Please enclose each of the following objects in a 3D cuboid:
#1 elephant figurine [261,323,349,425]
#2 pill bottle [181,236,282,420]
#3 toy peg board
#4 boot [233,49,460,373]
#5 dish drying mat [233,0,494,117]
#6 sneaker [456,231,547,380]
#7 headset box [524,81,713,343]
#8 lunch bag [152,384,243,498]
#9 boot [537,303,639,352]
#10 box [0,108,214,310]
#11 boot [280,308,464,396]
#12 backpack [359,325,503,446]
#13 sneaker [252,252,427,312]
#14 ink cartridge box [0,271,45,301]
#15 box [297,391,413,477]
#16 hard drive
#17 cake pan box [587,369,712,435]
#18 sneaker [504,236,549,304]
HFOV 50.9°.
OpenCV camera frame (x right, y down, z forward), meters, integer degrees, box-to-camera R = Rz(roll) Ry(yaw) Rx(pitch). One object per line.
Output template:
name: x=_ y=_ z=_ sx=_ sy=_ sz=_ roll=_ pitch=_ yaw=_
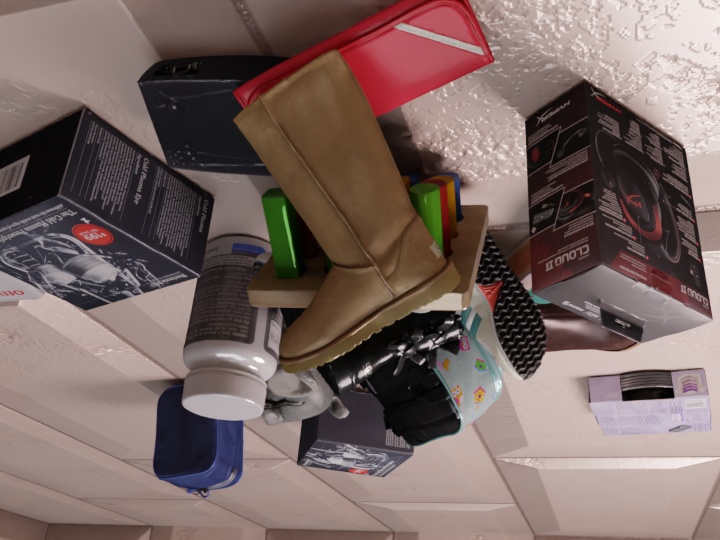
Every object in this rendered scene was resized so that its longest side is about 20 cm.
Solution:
elephant figurine: x=-0.106 y=0.136 z=1.128 sx=0.154 sy=0.142 sz=0.201 roll=-17 pitch=142 yaw=-22
pill bottle: x=-0.152 y=0.071 z=0.917 sx=0.113 sy=0.201 sz=0.114 roll=4 pitch=152 yaw=2
toy peg board: x=0.012 y=-0.054 z=0.718 sx=0.199 sy=0.199 sz=0.098 roll=1 pitch=117 yaw=15
boot: x=-0.037 y=-0.040 z=0.600 sx=0.175 sy=0.066 sz=0.201 roll=-31 pitch=100 yaw=10
dish drying mat: x=0.000 y=-0.154 z=0.602 sx=0.199 sy=0.018 sz=0.077 roll=-22 pitch=128 yaw=19
sneaker: x=0.137 y=0.035 z=0.872 sx=0.200 sy=0.070 sz=0.093 roll=58 pitch=154 yaw=-9
headset box: x=0.221 y=-0.038 z=0.656 sx=0.148 sy=0.201 sz=0.075 roll=21 pitch=148 yaw=-30
lunch bag: x=-0.291 y=0.318 z=1.405 sx=0.135 sy=0.201 sz=0.132 roll=-10 pitch=152 yaw=16
boot: x=0.259 y=0.067 z=0.966 sx=0.166 sy=0.073 sz=0.200 roll=8 pitch=161 yaw=-27
box: x=-0.294 y=-0.053 z=0.810 sx=0.199 sy=0.105 sz=0.182 roll=-14 pitch=148 yaw=32
boot: x=0.008 y=0.048 z=0.854 sx=0.162 sy=0.198 sz=0.074 roll=-23 pitch=129 yaw=-18
backpack: x=0.093 y=0.121 z=0.964 sx=0.153 sy=0.176 sz=0.200 roll=-29 pitch=175 yaw=-19
sneaker: x=-0.013 y=-0.001 z=0.797 sx=0.199 sy=0.073 sz=0.072 roll=7 pitch=161 yaw=6
ink cartridge box: x=-0.475 y=-0.042 z=0.880 sx=0.144 sy=0.085 sz=0.200 roll=-3 pitch=150 yaw=15
box: x=-0.011 y=0.309 z=1.432 sx=0.181 sy=0.105 sz=0.200 roll=11 pitch=151 yaw=-10
hard drive: x=-0.086 y=-0.137 z=0.684 sx=0.199 sy=0.043 sz=0.135 roll=2 pitch=152 yaw=1
cake pan box: x=0.488 y=0.226 z=1.273 sx=0.183 sy=0.053 sz=0.200 roll=-10 pitch=149 yaw=22
sneaker: x=0.231 y=-0.010 z=0.855 sx=0.079 sy=0.072 sz=0.200 roll=12 pitch=159 yaw=-17
